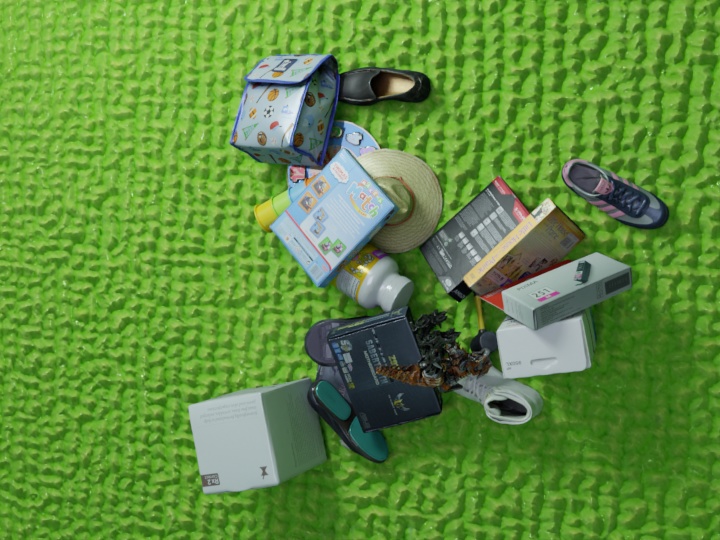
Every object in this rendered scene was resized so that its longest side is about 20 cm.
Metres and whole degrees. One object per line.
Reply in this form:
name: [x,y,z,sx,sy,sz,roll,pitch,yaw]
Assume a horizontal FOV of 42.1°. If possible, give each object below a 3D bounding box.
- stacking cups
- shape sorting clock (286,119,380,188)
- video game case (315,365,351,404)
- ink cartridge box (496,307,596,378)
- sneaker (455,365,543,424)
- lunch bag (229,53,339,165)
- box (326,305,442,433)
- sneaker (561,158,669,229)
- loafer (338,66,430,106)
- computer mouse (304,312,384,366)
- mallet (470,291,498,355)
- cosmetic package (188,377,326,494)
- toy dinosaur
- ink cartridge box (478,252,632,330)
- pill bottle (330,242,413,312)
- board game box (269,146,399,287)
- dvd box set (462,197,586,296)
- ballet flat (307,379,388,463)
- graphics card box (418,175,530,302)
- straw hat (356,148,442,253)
stacking cups: [-0.108,-0.145,1.754,0.198,0.060,0.061,-31,81,22]
shape sorting clock: [-0.048,-0.184,1.780,0.196,0.039,0.204,0,91,19]
video game case: [0.015,0.189,1.773,0.197,0.019,0.146,14,95,17]
ink cartridge box: [0.315,0.110,1.571,0.142,0.200,0.086,-10,96,18]
sneaker: [0.221,0.210,1.653,0.197,0.115,0.075,19,98,19]
lunch bag: [-0.137,-0.310,1.750,0.168,0.123,0.204,9,78,36]
box: [0.045,0.180,1.681,0.155,0.051,0.203,-16,108,15]
sneaker: [0.430,-0.128,1.596,0.198,0.082,0.071,27,98,16]
loafer: [0.027,-0.347,1.736,0.196,0.072,0.074,-1,91,19]
computer mouse: [-0.006,0.137,1.747,0.196,0.053,0.142,0,89,6]
mallet: [0.214,0.053,1.679,0.040,0.066,0.204,-5,86,-12]
cosmetic package: [-0.187,0.304,1.738,0.162,0.199,0.168,-13,86,23]
toy dinosaur: [0.131,0.155,1.600,0.102,0.197,0.138,29,129,49]
ink cartridge box: [0.318,0.020,1.548,0.197,0.173,0.044,-21,115,-19]
pill bottle: [0.000,0.000,1.720,0.199,0.104,0.105,34,100,22]
board game box: [-0.048,-0.094,1.675,0.200,0.036,0.152,-45,70,13]
dvd box set: [0.284,-0.024,1.615,0.200,0.146,0.030,-45,54,14]
ballet flat: [-0.029,0.287,1.761,0.073,0.073,0.200,-42,97,14]
graphics card box: [0.210,-0.055,1.661,0.200,0.051,0.126,-42,50,12]
straw hat: [0.048,-0.126,1.705,0.197,0.085,0.205,1,94,9]
